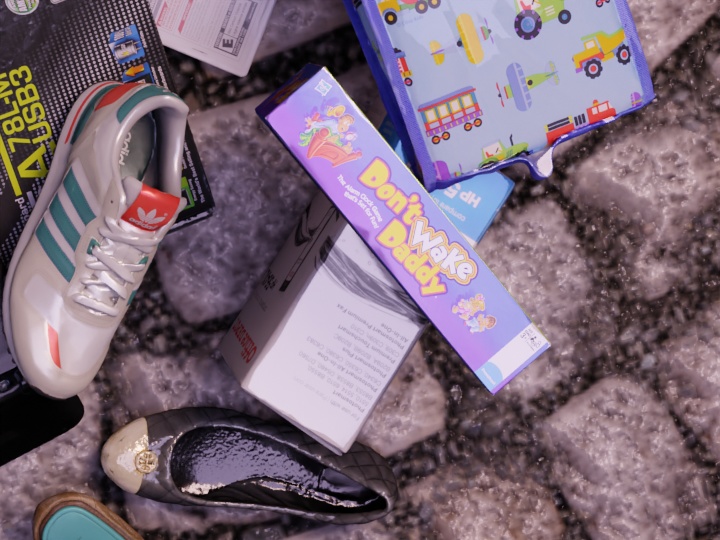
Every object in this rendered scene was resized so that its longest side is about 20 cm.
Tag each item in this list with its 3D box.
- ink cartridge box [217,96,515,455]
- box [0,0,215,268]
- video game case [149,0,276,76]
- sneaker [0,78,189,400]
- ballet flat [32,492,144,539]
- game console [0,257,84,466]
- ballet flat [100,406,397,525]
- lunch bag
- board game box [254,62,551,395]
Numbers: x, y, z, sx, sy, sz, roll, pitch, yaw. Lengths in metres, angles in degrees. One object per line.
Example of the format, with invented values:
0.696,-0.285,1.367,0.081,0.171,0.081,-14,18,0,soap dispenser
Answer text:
0.000,0.000,1.518,0.084,0.146,0.201,33,92,-12,ink cartridge box
-0.210,-0.094,1.497,0.192,0.048,0.201,-21,112,-12,box
-0.138,-0.226,1.521,0.199,0.018,0.144,21,96,-13,video game case
-0.153,-0.021,1.433,0.070,0.093,0.201,22,78,-32,sneaker
-0.138,0.214,1.567,0.200,0.072,0.068,42,90,-15,ballet flat
-0.295,0.069,1.499,0.199,0.176,0.117,-27,71,-4,game console
-0.071,0.128,1.573,0.198,0.057,0.067,6,97,-11,ballet flat
0.077,-0.149,1.411,0.149,0.094,0.202,-22,94,-6,lunch bag
0.021,-0.027,1.375,0.045,0.134,0.200,-40,98,0,board game box
